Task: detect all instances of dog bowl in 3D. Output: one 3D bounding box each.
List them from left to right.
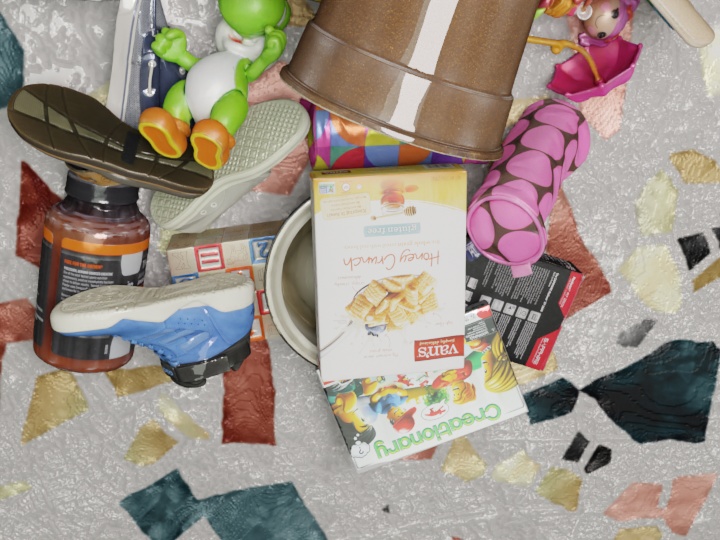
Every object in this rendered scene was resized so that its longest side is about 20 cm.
[{"bbox_3d":[0.000,0.000,0.911,0.200,0.074,0.200,-3,107,-9],"label":"dog bowl"}]

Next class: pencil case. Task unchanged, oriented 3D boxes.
[{"bbox_3d":[0.039,-0.148,0.922,0.200,0.088,0.089,0,109,-6],"label":"pencil case"},{"bbox_3d":[0.171,-0.087,0.897,0.091,0.200,0.094,-15,119,41],"label":"pencil case"}]

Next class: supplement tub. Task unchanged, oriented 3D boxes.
[{"bbox_3d":[-0.275,-0.003,0.931,0.107,0.107,0.200,10,108,-8],"label":"supplement tub"}]

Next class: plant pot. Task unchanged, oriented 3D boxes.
[{"bbox_3d":[0.060,-0.218,0.730,0.200,0.200,0.198,18,110,-11],"label":"plant pot"}]

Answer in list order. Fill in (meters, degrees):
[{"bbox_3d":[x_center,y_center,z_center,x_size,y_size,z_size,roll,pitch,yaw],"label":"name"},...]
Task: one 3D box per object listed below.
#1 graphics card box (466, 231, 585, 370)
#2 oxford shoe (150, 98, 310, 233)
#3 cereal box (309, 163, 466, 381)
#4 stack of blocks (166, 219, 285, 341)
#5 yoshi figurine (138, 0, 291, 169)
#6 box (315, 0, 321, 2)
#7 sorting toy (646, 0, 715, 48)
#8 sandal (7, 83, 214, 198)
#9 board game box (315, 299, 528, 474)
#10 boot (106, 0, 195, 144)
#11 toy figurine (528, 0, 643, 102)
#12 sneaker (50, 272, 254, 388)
[{"bbox_3d":[0.131,0.024,1.005,0.200,0.051,0.126,16,107,-11],"label":"graphics card box"},{"bbox_3d":[-0.128,-0.104,0.921,0.200,0.075,0.058,-35,150,20],"label":"oxford shoe"},{"bbox_3d":[0.027,0.003,0.856,0.144,0.040,0.200,-5,108,-8],"label":"cereal box"},{"bbox_3d":[-0.097,0.010,0.975,0.200,0.059,0.115,-8,110,-2],"label":"stack of blocks"},{"bbox_3d":[-0.125,-0.201,0.838,0.112,0.112,0.200,37,62,-25],"label":"yoshi figurine"},{"bbox_3d":[-0.041,-0.273,0.804,0.070,0.200,0.064,18,107,18],"label":"box"},{"bbox_3d":[0.243,-0.292,0.830,0.185,0.200,0.036,43,119,-13],"label":"sorting toy"},{"bbox_3d":[-0.241,-0.113,0.869,0.200,0.082,0.055,19,139,-19],"label":"sandal"},{"bbox_3d":[0.066,0.126,0.979,0.200,0.035,0.126,-21,97,4],"label":"board game box"},{"bbox_3d":[-0.196,-0.212,0.891,0.090,0.073,0.200,9,117,-13],"label":"boot"},{"bbox_3d":[0.196,-0.245,0.877,0.184,0.150,0.200,14,124,-22],"label":"toy figurine"},{"bbox_3d":[-0.200,0.071,0.895,0.200,0.077,0.111,-9,112,-30],"label":"sneaker"}]
